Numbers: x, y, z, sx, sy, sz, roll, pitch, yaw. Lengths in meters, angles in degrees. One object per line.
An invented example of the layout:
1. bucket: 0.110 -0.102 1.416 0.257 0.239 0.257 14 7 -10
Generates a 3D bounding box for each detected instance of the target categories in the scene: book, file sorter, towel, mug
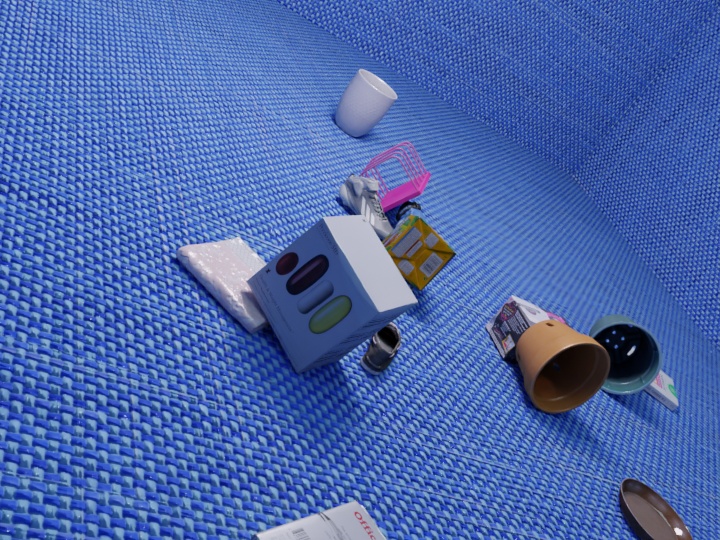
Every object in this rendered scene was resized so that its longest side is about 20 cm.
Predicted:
1. book: 0.850 0.316 2.456 0.200 0.048 0.134 37 28 -8
2. file sorter: 0.090 -0.256 2.233 0.126 0.139 0.200 60 20 -13
3. towel: -0.212 0.019 1.496 0.200 0.032 0.191 43 24 13
4. mug: 0.020 -0.512 2.597 0.148 0.175 0.200 48 25 22

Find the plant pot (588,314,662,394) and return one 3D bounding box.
1. plant pot: 0.710 0.214 2.271 0.200 0.200 0.196 39 16 2

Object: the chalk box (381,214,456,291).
1. chalk box: 0.120 -0.046 1.912 0.124 0.125 0.200 44 -1 -9

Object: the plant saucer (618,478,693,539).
1. plant saucer: 0.620 0.531 1.749 0.200 0.035 0.200 30 25 -16

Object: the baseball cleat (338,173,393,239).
1. baseball cleat: 0.029 -0.163 2.066 0.200 0.107 0.070 44 25 14

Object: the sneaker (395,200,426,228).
1. sneaker: 0.122 -0.130 2.142 0.111 0.077 0.200 61 20 19

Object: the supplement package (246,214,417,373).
1. supplement package: -0.050 0.038 1.432 0.192 0.200 0.147 58 27 12

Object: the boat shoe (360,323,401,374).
1. boat shoe: 0.052 0.138 1.620 0.067 0.057 0.200 37 24 -2

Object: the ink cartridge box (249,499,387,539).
1. ink cartridge box: -0.044 0.382 1.012 0.200 0.084 0.145 2 42 -53

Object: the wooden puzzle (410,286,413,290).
1. wooden puzzle: 0.000 0.000 1.819 0.200 0.046 0.185 42 23 21

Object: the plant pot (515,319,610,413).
1. plant pot: 0.449 0.207 1.897 0.200 0.200 0.140 23 21 -31

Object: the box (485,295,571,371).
1. box: 0.431 0.165 2.039 0.200 0.115 0.132 23 28 -32
